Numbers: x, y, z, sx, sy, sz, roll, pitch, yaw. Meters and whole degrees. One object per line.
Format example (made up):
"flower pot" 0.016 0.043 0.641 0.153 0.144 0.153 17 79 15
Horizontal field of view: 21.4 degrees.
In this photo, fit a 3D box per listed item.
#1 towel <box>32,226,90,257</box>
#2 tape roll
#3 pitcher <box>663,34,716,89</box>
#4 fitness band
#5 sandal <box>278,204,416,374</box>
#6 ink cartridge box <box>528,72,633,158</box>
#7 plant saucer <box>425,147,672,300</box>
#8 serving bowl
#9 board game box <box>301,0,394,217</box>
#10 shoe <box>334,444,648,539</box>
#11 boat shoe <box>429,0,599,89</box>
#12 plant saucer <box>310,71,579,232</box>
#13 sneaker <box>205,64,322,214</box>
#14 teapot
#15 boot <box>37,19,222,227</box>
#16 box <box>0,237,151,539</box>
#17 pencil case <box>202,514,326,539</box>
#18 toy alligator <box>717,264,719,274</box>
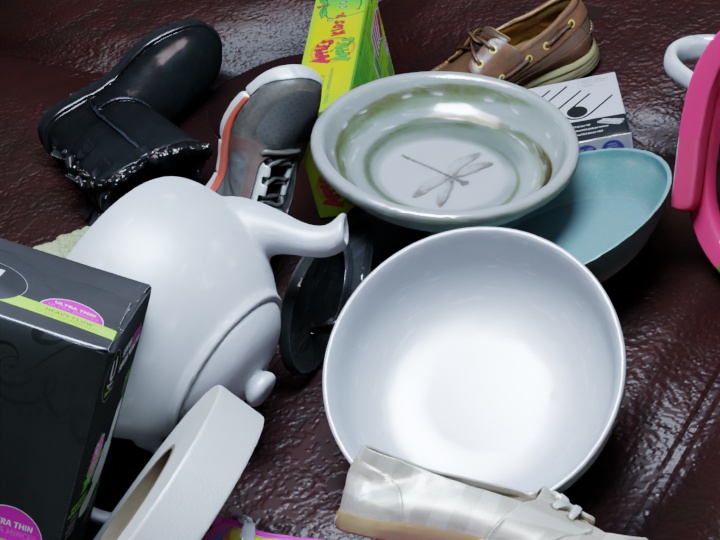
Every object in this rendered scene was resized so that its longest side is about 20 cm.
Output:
"towel" -0.228 0.033 1.472 0.147 0.037 0.200 -18 37 -6
"tape roll" -0.130 0.161 1.164 0.037 0.203 0.203 37 47 -6
"pitcher" 0.308 -0.130 1.426 0.170 0.122 0.200 -1 30 15
"fitness band" 0.288 -0.080 1.307 0.143 0.202 0.037 17 21 34
"sandal" 0.000 -0.001 1.402 0.048 0.076 0.201 6 41 31
"ink cartridge box" 0.113 -0.098 1.513 0.198 0.044 0.094 -11 35 6
"plant saucer" 0.136 -0.023 1.384 0.199 0.036 0.200 -21 24 10
"serving bowl" 0.079 0.075 1.254 0.198 0.066 0.202 -6 65 13
"board game box" -0.012 -0.146 1.571 0.047 0.102 0.201 -7 38 12
"shoe" 0.085 0.148 1.145 0.198 0.070 0.054 11 85 2
"boat shoe" 0.106 -0.173 1.592 0.199 0.068 0.072 -26 38 -13
"plant saucer" 0.062 -0.078 1.417 0.198 0.051 0.201 1 36 -1
"sneaker" -0.072 -0.060 1.444 0.077 0.201 0.082 3 38 -37
"teapot" -0.124 0.047 1.302 0.146 0.201 0.197 36 43 14
"boot" -0.174 -0.124 1.626 0.198 0.074 0.162 -34 38 -12
"box" -0.232 0.095 1.181 0.147 0.201 0.124 18 18 0
"pencil case" -0.014 0.199 1.138 0.199 0.089 0.089 8 42 24
"toy alligator" 0.261 0.013 1.270 0.054 0.059 0.202 -25 63 40
